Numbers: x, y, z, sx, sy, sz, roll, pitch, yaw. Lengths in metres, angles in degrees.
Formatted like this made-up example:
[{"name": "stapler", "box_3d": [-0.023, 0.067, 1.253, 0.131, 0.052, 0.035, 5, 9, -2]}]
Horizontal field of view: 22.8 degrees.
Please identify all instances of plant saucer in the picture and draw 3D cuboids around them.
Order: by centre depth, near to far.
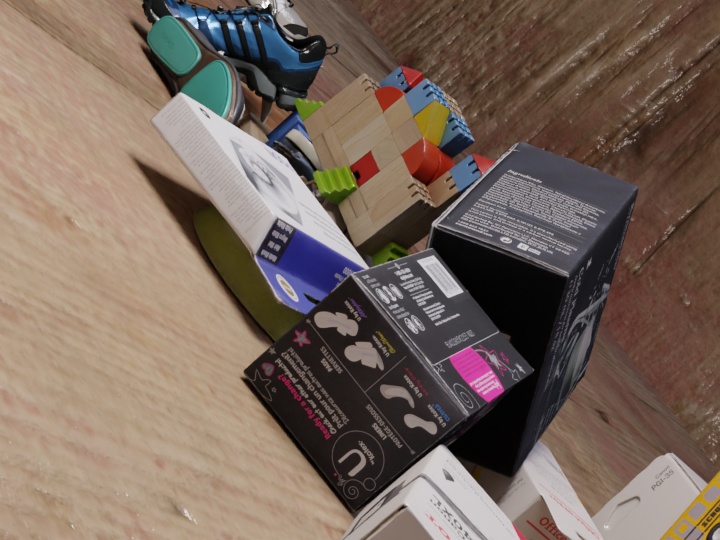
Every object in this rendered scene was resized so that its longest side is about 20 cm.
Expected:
[{"name": "plant saucer", "box_3d": [-0.058, 0.017, 1.467, 0.200, 0.031, 0.200, 47, 10, -11]}]

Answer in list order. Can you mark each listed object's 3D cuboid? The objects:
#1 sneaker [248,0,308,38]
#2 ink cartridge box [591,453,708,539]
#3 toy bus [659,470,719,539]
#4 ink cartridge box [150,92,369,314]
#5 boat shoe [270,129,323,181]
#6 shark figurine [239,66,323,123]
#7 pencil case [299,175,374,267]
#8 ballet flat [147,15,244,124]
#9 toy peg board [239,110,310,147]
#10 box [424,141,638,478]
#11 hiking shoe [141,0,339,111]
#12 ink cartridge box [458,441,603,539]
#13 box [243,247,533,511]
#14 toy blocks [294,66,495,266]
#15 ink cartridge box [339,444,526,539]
[{"name": "sneaker", "box_3d": [-0.135, -0.432, 2.680, 0.200, 0.088, 0.076, 49, 8, -8]}, {"name": "ink cartridge box", "box_3d": [0.309, 0.287, 1.712, 0.200, 0.146, 0.083, 40, 10, -39]}, {"name": "toy bus", "box_3d": [0.295, 0.269, 1.576, 0.065, 0.200, 0.078, 44, -4, -30]}, {"name": "ink cartridge box", "box_3d": [-0.062, -0.038, 1.450, 0.200, 0.041, 0.199, 53, 11, 25]}, {"name": "boat shoe", "box_3d": [-0.028, -0.039, 1.711, 0.200, 0.062, 0.075, 55, -9, -17]}, {"name": "shark figurine", "box_3d": [-0.110, -0.206, 1.977, 0.127, 0.090, 0.214, 14, 5, -4]}, {"name": "pencil case", "box_3d": [0.000, 0.000, 1.643, 0.200, 0.078, 0.090, 44, 20, -25]}, {"name": "ballet flat", "box_3d": [-0.145, -0.177, 1.717, 0.073, 0.073, 0.200, 40, 11, -42]}, {"name": "toy peg board", "box_3d": [-0.022, -0.089, 1.838, 0.199, 0.098, 0.200, 46, 10, -17]}, {"name": "box", "box_3d": [0.128, 0.029, 1.496, 0.123, 0.201, 0.197, 21, 31, 15]}, {"name": "hiking shoe", "box_3d": [-0.127, -0.246, 1.833, 0.199, 0.087, 0.074, 27, 18, -22]}, {"name": "ink cartridge box", "box_3d": [0.142, 0.204, 1.523, 0.117, 0.067, 0.200, 42, 11, -33]}, {"name": "box", "box_3d": [0.024, 0.074, 1.301, 0.132, 0.115, 0.200, 50, 17, 7]}, {"name": "toy blocks", "box_3d": [0.036, -0.108, 1.583, 0.100, 0.136, 0.201, 28, 32, -50]}, {"name": "ink cartridge box", "box_3d": [0.057, 0.202, 1.105, 0.145, 0.083, 0.200, 49, 9, 2]}]
